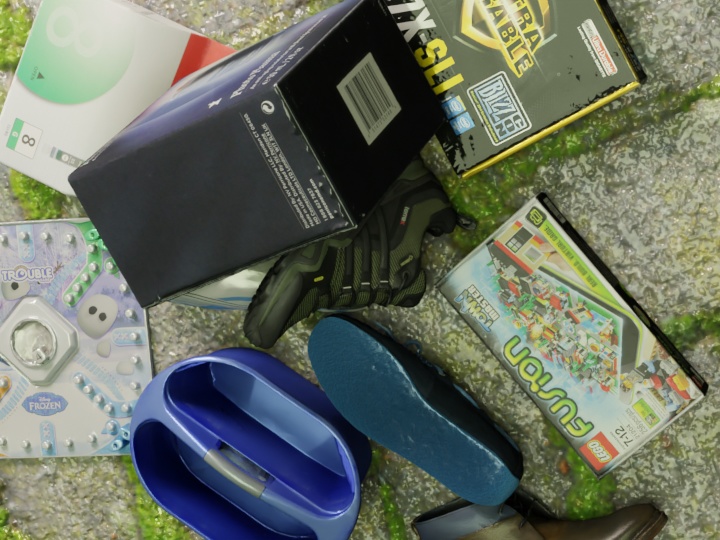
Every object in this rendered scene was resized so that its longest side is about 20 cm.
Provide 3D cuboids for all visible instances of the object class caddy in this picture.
[{"bbox_3d":[-0.086,0.149,1.630,0.200,0.105,0.142,34,107,7],"label":"caddy"}]

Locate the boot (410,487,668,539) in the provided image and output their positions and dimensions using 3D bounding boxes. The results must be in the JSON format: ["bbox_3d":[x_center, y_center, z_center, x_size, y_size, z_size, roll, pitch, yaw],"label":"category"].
[{"bbox_3d":[0.134,0.204,1.600,0.199,0.075,0.097,-28,94,19],"label":"boot"}]

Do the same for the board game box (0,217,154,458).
[{"bbox_3d":[-0.273,0.060,1.706,0.199,0.026,0.201,-3,99,15],"label":"board game box"}]

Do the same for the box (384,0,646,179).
[{"bbox_3d":[0.101,-0.193,1.557,0.159,0.049,0.201,-27,92,19],"label":"box"}]

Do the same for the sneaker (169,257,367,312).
[{"bbox_3d":[-0.082,0.000,1.635,0.199,0.073,0.072,6,73,2],"label":"sneaker"}]

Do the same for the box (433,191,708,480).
[{"bbox_3d":[0.163,0.051,1.587,0.110,0.035,0.200,-42,88,17],"label":"box"}]

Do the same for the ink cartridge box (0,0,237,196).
[{"bbox_3d":[-0.182,-0.125,1.642,0.199,0.050,0.162,26,105,11],"label":"ink cartridge box"}]

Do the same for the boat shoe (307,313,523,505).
[{"bbox_3d":[0.042,0.110,1.614,0.200,0.069,0.084,46,115,4],"label":"boat shoe"}]

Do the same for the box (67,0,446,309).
[{"bbox_3d":[-0.074,-0.091,1.505,0.198,0.200,0.124,-22,106,31],"label":"box"}]

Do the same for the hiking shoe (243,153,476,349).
[{"bbox_3d":[0.000,0.000,1.569,0.101,0.076,0.200,46,77,-2],"label":"hiking shoe"}]
